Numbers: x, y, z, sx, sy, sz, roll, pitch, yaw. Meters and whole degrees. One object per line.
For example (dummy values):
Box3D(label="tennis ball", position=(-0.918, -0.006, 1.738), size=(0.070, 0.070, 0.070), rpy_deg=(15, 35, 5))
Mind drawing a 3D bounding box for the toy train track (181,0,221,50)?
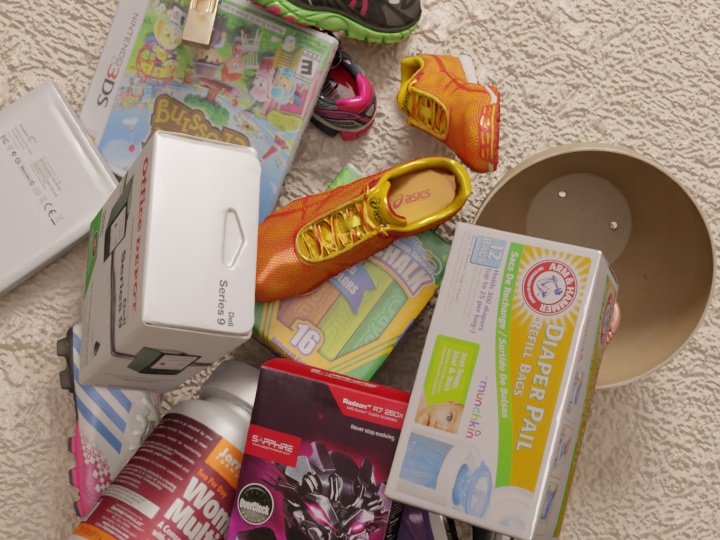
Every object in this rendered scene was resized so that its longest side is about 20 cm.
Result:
Box3D(label="toy train track", position=(-0.121, -0.278, 0.899), size=(0.113, 0.033, 0.203), rpy_deg=(11, 73, -4))

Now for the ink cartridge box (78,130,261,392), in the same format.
Box3D(label="ink cartridge box", position=(-0.151, 0.001, 0.811), size=(0.083, 0.200, 0.148), rpy_deg=(9, 69, -25))

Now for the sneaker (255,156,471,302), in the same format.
Box3D(label="sneaker", position=(-0.009, -0.039, 0.800), size=(0.198, 0.077, 0.074), rpy_deg=(-28, 87, -6))

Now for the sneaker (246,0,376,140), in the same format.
Box3D(label="sneaker", position=(-0.062, -0.203, 0.943), size=(0.199, 0.075, 0.081), rpy_deg=(37, 82, 2))

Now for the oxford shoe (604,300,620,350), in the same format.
Box3D(label="oxford shoe", position=(0.130, 0.094, 0.841), size=(0.200, 0.074, 0.071), rpy_deg=(-45, 63, 6))

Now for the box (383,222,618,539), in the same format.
Box3D(label="box", position=(0.106, 0.081, 0.756), size=(0.111, 0.101, 0.203), rpy_deg=(11, 80, 23))

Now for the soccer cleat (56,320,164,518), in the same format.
Box3D(label="soccer cleat", position=(-0.203, 0.137, 0.891), size=(0.085, 0.070, 0.203), rpy_deg=(-9, 83, -4))

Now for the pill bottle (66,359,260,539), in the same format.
Box3D(label="pill bottle", position=(-0.135, 0.176, 0.847), size=(0.109, 0.110, 0.201), rpy_deg=(36, 61, 2))

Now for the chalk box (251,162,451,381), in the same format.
Box3D(label="chalk box", position=(0.000, 0.000, 0.895), size=(0.124, 0.124, 0.201), rpy_deg=(36, 82, 1))

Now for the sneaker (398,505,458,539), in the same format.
Box3D(label="sneaker", position=(0.048, 0.270, 0.880), size=(0.086, 0.076, 0.203), rpy_deg=(-13, 104, 7))

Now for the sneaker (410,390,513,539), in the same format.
Box3D(label="sneaker", position=(0.089, 0.150, 0.914), size=(0.114, 0.075, 0.203), rpy_deg=(12, 72, 3))

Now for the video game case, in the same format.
Box3D(label="video game case", position=(-0.140, -0.150, 0.916), size=(0.198, 0.022, 0.184), rpy_deg=(24, 99, 10))

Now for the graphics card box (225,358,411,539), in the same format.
Box3D(label="graphics card box", position=(-0.032, 0.179, 0.787), size=(0.124, 0.051, 0.203), rpy_deg=(13, 92, 16))

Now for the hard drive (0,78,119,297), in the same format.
Box3D(label="hard drive", position=(-0.316, -0.055, 0.918), size=(0.199, 0.026, 0.133), rpy_deg=(-34, 86, 1))

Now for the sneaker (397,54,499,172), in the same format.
Box3D(label="sneaker", position=(0.073, -0.130, 0.887), size=(0.076, 0.200, 0.074), rpy_deg=(-3, 114, -8))

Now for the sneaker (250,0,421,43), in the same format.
Box3D(label="sneaker", position=(-0.009, -0.249, 0.905), size=(0.076, 0.199, 0.085), rpy_deg=(36, 115, 33))

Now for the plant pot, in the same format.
Box3D(label="plant pot", position=(0.187, -0.020, 0.891), size=(0.197, 0.135, 0.203), rpy_deg=(3, 110, 7))
